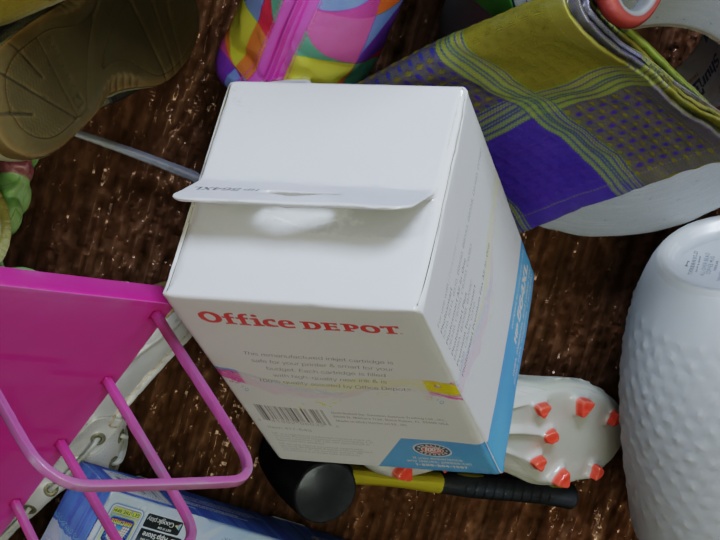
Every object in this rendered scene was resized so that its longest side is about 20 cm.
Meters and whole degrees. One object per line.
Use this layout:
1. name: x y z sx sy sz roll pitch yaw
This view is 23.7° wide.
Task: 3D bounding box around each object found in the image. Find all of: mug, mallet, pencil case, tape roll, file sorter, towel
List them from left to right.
1. file sorter: -0.167 0.114 0.789 0.139 0.126 0.200 8 129 -49
2. pencil case: -0.011 -0.154 0.849 0.088 0.089 0.200 8 139 -17
3. mallet: 0.042 0.126 0.993 0.199 0.066 0.041 10 103 -18
4. towel: 0.078 -0.069 0.847 0.144 0.200 0.023 33 56 -34
5. tape roll: 0.143 -0.110 0.911 0.200 0.066 0.201 -4 137 -4
6. mug: 0.231 0.052 0.984 0.200 0.147 0.176 -44 133 -44

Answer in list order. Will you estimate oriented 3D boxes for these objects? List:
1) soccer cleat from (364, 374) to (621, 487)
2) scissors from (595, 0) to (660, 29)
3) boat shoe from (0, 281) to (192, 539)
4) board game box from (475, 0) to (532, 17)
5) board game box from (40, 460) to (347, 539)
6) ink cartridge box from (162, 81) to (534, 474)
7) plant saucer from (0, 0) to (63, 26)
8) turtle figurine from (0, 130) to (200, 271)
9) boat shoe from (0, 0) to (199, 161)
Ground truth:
1. soccer cleat: 0.071 0.084 0.994 0.200 0.078 0.069 4 109 -36
2. scissors: 0.161 -0.168 0.795 0.200 0.014 0.073 -28 104 -39
3. boat shoe: -0.157 0.088 0.930 0.200 0.071 0.069 -40 111 7
4. board game box: 0.098 -0.218 0.746 0.153 0.040 0.200 -36 143 -9
5. board game box: -0.113 0.222 0.955 0.200 0.043 0.199 24 96 -39
6. ink cartridge box: 0.000 0.000 0.849 0.128 0.126 0.200 3 149 19
7. plant saucer: -0.136 -0.198 0.818 0.200 0.200 0.049 -24 139 -9
8. turtle figurine: -0.221 -0.039 0.876 0.194 0.200 0.144 46 118 2
9. boat shoe: -0.146 -0.108 0.840 0.065 0.200 0.073 -9 109 28
